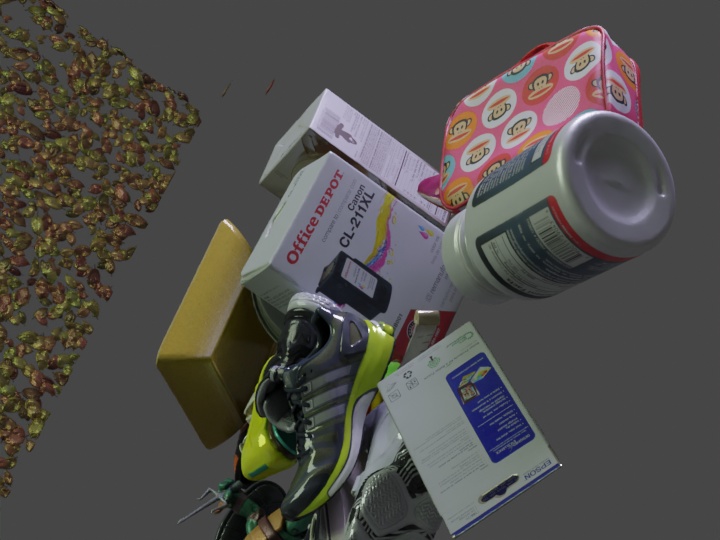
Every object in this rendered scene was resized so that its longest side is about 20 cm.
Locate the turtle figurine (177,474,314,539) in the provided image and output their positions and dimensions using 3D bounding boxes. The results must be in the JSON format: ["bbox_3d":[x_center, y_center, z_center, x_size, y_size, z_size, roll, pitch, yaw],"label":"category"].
[{"bbox_3d":[-0.095,0.256,1.326,0.200,0.101,0.150,-42,30,-6],"label":"turtle figurine"}]

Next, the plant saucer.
[{"bbox_3d":[-0.146,0.079,1.528,0.201,0.048,0.201,71,-146,-52],"label":"plant saucer"}]

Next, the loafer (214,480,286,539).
[{"bbox_3d":[-0.135,0.315,1.390,0.063,0.071,0.202,-39,26,56],"label":"loafer"}]

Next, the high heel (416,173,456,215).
[{"bbox_3d":[0.126,-0.105,1.404,0.097,0.067,0.200,-67,21,-2],"label":"high heel"}]

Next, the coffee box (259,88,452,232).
[{"bbox_3d":[0.000,-0.098,1.541,0.114,0.199,0.080,-41,21,41],"label":"coffee box"}]

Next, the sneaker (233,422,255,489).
[{"bbox_3d":[-0.087,0.184,1.510,0.200,0.069,0.091,-46,23,47],"label":"sneaker"}]

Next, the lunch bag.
[{"bbox_3d":[0.167,-0.138,1.250,0.199,0.082,0.178,-26,44,35],"label":"lunch bag"}]

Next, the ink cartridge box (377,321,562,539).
[{"bbox_3d":[0.086,0.128,1.038,0.099,0.039,0.200,-33,33,4],"label":"ink cartridge box"}]

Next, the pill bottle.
[{"bbox_3d":[0.157,-0.042,1.116,0.200,0.119,0.120,-31,29,56],"label":"pill bottle"}]

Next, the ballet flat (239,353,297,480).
[{"bbox_3d":[-0.092,0.150,1.363,0.067,0.067,0.200,-42,16,18],"label":"ballet flat"}]

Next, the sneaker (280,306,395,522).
[{"bbox_3d":[-0.038,0.124,1.172,0.074,0.080,0.202,-37,30,59],"label":"sneaker"}]

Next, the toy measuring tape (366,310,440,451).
[{"bbox_3d":[0.031,0.093,1.252,0.074,0.073,0.201,-76,3,-50],"label":"toy measuring tape"}]

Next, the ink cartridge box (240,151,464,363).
[{"bbox_3d":[0.000,0.000,1.349,0.083,0.199,0.147,-25,34,62],"label":"ink cartridge box"}]

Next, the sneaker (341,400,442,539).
[{"bbox_3d":[0.029,0.181,1.154,0.201,0.075,0.115,-58,15,-25],"label":"sneaker"}]

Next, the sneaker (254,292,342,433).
[{"bbox_3d":[-0.047,0.120,1.303,0.075,0.201,0.114,14,57,26],"label":"sneaker"}]

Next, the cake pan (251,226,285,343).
[{"bbox_3d":[-0.029,0.002,1.457,0.201,0.199,0.037,-58,-16,-7],"label":"cake pan"}]

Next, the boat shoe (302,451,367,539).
[{"bbox_3d":[-0.030,0.239,1.202,0.093,0.075,0.201,-42,21,19],"label":"boat shoe"}]
